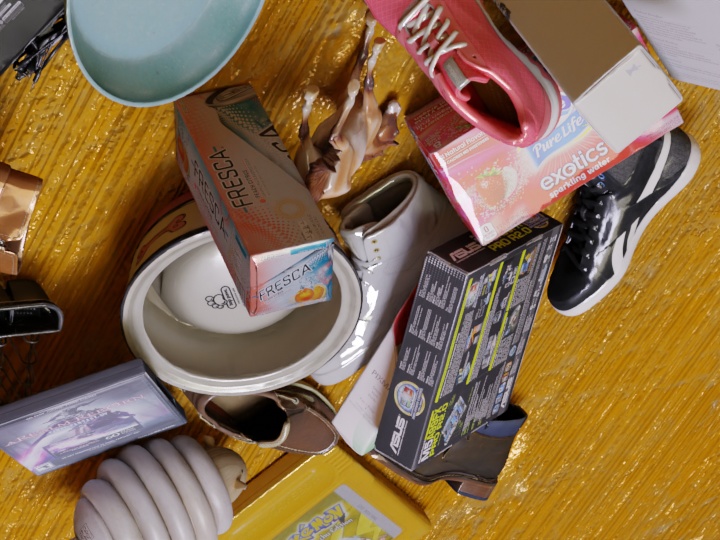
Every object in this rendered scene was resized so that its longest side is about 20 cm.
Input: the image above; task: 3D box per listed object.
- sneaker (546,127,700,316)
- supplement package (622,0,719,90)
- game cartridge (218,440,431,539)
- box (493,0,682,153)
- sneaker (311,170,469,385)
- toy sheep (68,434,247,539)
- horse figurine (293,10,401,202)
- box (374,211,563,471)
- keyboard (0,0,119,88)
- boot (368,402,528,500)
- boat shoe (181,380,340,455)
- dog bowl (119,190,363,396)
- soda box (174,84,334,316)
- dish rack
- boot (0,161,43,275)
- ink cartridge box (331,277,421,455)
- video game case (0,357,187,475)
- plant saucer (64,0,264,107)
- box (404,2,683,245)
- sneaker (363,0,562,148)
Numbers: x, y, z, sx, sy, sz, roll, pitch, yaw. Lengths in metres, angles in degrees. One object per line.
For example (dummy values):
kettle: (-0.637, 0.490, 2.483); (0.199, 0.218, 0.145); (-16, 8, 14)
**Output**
sneaker: (0.204, -0.060, 1.741); (0.112, 0.073, 0.200); (25, 106, -37)
supplement package: (0.299, -0.251, 1.517); (0.151, 0.151, 0.200); (-58, 137, -14)
game cartridge: (-0.048, 0.256, 1.915); (0.176, 0.032, 0.200); (-39, 137, 8)
box: (0.161, -0.187, 1.501); (0.068, 0.200, 0.082); (-39, 136, 10)
sneaker: (0.000, 0.000, 1.686); (0.200, 0.074, 0.115); (-47, 133, 4)
toy sheep: (-0.187, 0.216, 1.737); (0.199, 0.138, 0.138); (-30, 139, -24)
horse figurine: (-0.013, -0.110, 1.528); (0.050, 0.200, 0.133); (17, 128, 10)
box: (0.093, 0.056, 1.678); (0.160, 0.044, 0.201); (-26, 137, -49)
keyboard: (-0.256, -0.187, 1.412); (0.200, 0.040, 0.104); (-43, 112, 14)
boot: (0.078, 0.153, 1.872); (0.200, 0.075, 0.097); (21, 106, -47)
boat shoe: (-0.087, 0.134, 1.751); (0.202, 0.075, 0.075); (28, 113, -42)
dog bowl: (-0.101, 0.010, 1.611); (0.199, 0.074, 0.201); (-7, 136, -6)
soda box: (-0.083, -0.056, 1.489); (0.068, 0.200, 0.064); (-12, 135, -17)
dish rack: (-0.332, 0.093, 1.601); (0.153, 0.055, 0.201); (-5, 131, -23)
boot: (-0.306, -0.076, 1.401); (0.154, 0.077, 0.201); (15, 130, -4)
ink cartridge box: (0.072, 0.058, 1.721); (0.161, 0.050, 0.200); (-27, 157, -49)
video game case: (-0.230, 0.125, 1.633); (0.142, 0.019, 0.200); (-19, 165, -1)
plant saucer: (-0.142, -0.216, 1.394); (0.200, 0.036, 0.201); (-32, 137, -36)
box: (0.150, -0.124, 1.612); (0.199, 0.096, 0.100); (-31, 116, 1)
sneaker: (0.075, -0.171, 1.494); (0.200, 0.087, 0.074); (43, 114, -3)
